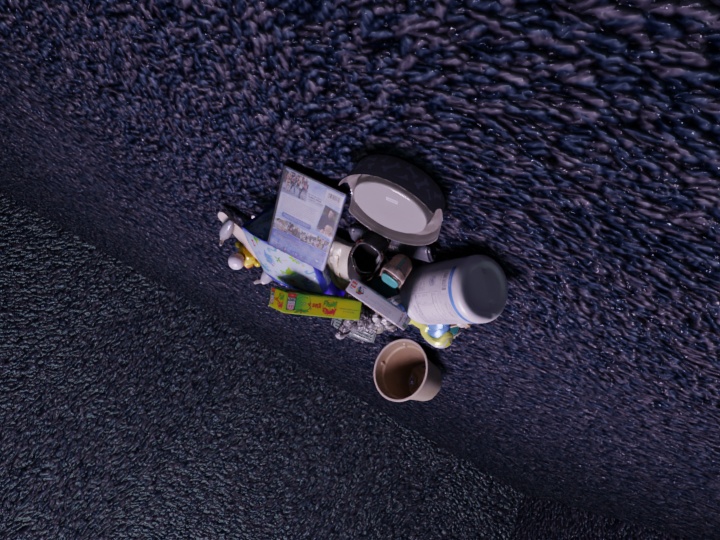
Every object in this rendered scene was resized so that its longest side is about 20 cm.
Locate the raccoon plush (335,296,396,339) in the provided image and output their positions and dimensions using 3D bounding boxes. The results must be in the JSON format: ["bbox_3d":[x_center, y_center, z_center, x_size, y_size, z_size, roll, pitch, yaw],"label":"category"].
[{"bbox_3d":[0.024,0.135,1.454,0.133,0.097,0.200,24,150,-4],"label":"raccoon plush"}]

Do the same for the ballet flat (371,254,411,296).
[{"bbox_3d":[0.070,0.009,1.129,0.068,0.068,0.200,36,168,-2],"label":"ballet flat"}]

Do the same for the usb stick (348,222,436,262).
[{"bbox_3d":[0.065,-0.060,1.136,0.199,0.033,0.056,17,155,30],"label":"usb stick"}]

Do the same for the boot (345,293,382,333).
[{"bbox_3d":[-0.009,0.124,1.649,0.199,0.073,0.155,26,162,5],"label":"boot"}]

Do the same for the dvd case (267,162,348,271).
[{"bbox_3d":[-0.114,-0.108,1.139,0.142,0.018,0.201,26,126,9],"label":"dvd case"}]

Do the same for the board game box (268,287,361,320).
[{"bbox_3d":[-0.108,0.081,1.318,0.198,0.048,0.101,9,-179,-29],"label":"board game box"}]

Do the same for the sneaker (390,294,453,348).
[{"bbox_3d":[0.150,0.090,1.291,0.200,0.075,0.106,38,134,37],"label":"sneaker"}]

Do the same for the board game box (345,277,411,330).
[{"bbox_3d":[0.044,0.077,1.194,0.126,0.035,0.200,34,177,14],"label":"board game box"}]

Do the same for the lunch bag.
[{"bbox_3d":[-0.165,-0.044,1.309,0.199,0.127,0.171,33,155,39],"label":"lunch bag"}]

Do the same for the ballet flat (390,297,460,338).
[{"bbox_3d":[0.164,0.116,1.404,0.199,0.076,0.064,31,176,3],"label":"ballet flat"}]

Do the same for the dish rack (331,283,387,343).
[{"bbox_3d":[-0.010,0.116,1.520,0.152,0.055,0.201,23,123,13],"label":"dish rack"}]

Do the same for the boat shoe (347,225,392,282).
[{"bbox_3d":[0.006,-0.022,1.139,0.073,0.063,0.202,34,148,1],"label":"boat shoe"}]

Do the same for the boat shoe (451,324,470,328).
[{"bbox_3d":[0.240,0.101,1.262,0.073,0.070,0.200,32,160,-10],"label":"boat shoe"}]

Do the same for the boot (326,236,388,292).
[{"bbox_3d":[0.000,0.000,1.304,0.154,0.072,0.201,14,148,33],"label":"boot"}]

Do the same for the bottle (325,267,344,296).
[{"bbox_3d":[-0.121,-0.003,1.459,0.199,0.084,0.065,32,-160,26],"label":"bottle"}]

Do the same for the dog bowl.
[{"bbox_3d":[0.060,-0.126,0.969,0.199,0.059,0.200,24,159,10],"label":"dog bowl"}]

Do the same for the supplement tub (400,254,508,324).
[{"bbox_3d":[0.186,0.043,1.106,0.132,0.133,0.200,36,160,-20],"label":"supplement tub"}]

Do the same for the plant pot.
[{"bbox_3d":[0.173,0.348,1.810,0.199,0.202,0.183,11,166,38],"label":"plant pot"}]

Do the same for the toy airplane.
[{"bbox_3d":[-0.294,-0.057,1.470,0.199,0.141,0.200,25,147,42],"label":"toy airplane"}]
